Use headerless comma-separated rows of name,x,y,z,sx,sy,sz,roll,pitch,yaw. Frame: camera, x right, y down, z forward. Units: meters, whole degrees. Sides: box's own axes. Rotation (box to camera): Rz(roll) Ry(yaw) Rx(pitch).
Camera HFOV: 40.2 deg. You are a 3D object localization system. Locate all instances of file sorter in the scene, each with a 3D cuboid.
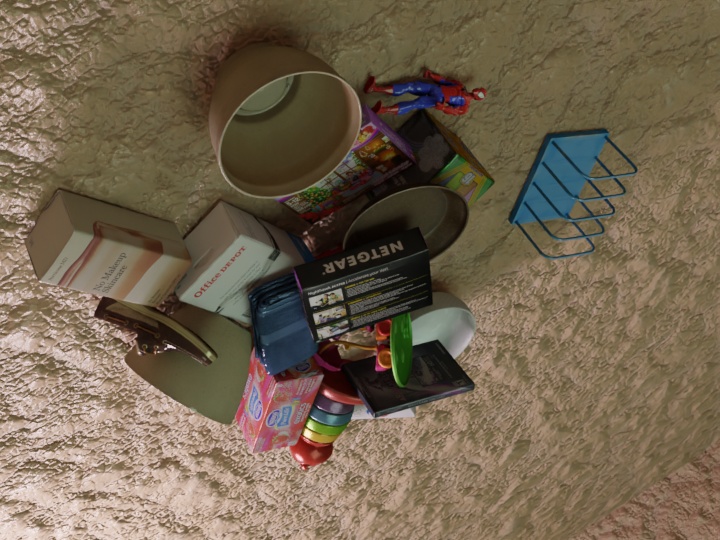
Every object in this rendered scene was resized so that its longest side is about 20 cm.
file sorter,0.384,-0.133,1.769,0.138,0.123,0.201,-8,138,-28

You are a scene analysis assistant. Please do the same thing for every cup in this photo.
cup,-0.254,0.133,1.570,0.144,0.200,0.200,-58,142,-4

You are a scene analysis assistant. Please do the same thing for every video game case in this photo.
video game case,0.085,0.192,1.768,0.199,0.143,0.019,-12,126,-21

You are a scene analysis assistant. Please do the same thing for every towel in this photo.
towel,-0.119,0.081,1.566,0.111,0.049,0.201,-23,145,-17

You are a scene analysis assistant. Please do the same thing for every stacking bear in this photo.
stacking bear,-0.071,0.275,1.815,0.113,0.122,0.201,10,117,-24

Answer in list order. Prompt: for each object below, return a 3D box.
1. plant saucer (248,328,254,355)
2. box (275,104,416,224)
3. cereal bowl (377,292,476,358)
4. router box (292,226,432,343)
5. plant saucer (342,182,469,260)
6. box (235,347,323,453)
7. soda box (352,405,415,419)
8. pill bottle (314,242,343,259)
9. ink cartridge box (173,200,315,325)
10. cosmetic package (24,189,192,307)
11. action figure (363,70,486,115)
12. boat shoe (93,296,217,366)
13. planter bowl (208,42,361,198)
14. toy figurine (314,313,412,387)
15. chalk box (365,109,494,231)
plant saucer,-0.213,0.184,1.763,0.199,0.038,0.201,-21,142,-17
box,-0.034,-0.153,1.466,0.199,0.039,0.137,-29,146,21
cereal bowl,0.117,0.112,1.883,0.199,0.083,0.201,-18,141,-16
router box,0.008,0.024,1.487,0.199,0.051,0.150,-18,145,-6
plant saucer,0.064,-0.069,1.467,0.199,0.037,0.201,-15,146,-11
box,-0.148,0.219,1.736,0.095,0.100,0.201,-7,137,-31
soda box,0.006,0.243,1.891,0.199,0.068,0.064,-5,147,15
pill bottle,0.000,0.000,1.643,0.199,0.112,0.113,-27,144,-11
ink cartridge box,-0.182,-0.005,1.527,0.145,0.084,0.200,-44,144,16
cosmetic package,-0.350,-0.026,1.376,0.199,0.087,0.103,16,123,-46
action figure,0.105,-0.261,1.464,0.199,0.066,0.052,-6,157,-31
boat shoe,-0.307,0.096,1.461,0.072,0.199,0.072,-58,175,-8
planter bowl,-0.116,-0.214,1.295,0.199,0.135,0.201,-20,141,-17
toy figurine,-0.012,0.105,1.735,0.183,0.201,0.150,-1,180,15
chalk box,0.085,-0.128,1.553,0.200,0.125,0.124,-44,142,17
